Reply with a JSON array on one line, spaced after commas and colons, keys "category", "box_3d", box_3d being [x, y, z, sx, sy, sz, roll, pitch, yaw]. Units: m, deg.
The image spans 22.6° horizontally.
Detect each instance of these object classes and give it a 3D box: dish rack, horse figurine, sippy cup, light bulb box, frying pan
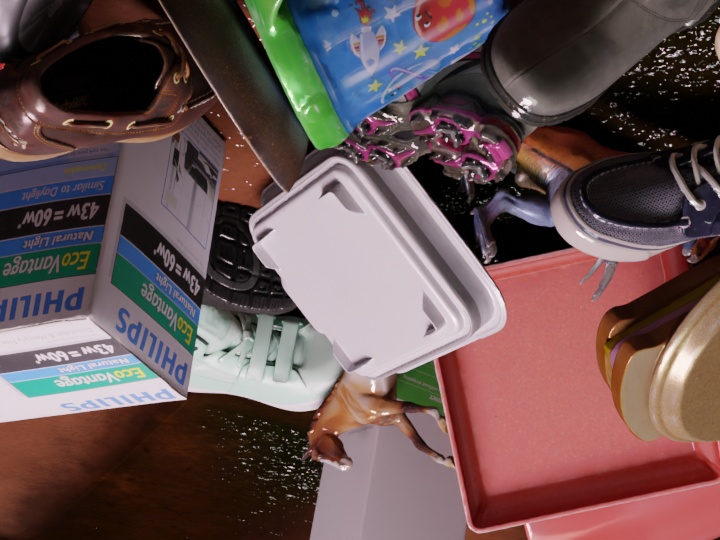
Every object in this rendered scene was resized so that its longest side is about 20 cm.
[{"category": "dish rack", "box_3d": [0.000, 0.000, 1.251, 0.172, 0.043, 0.200, 52, 151, -4]}, {"category": "horse figurine", "box_3d": [0.021, 0.070, 1.403, 0.132, 0.202, 0.050, 15, -158, 34]}, {"category": "sippy cup", "box_3d": [0.008, -0.153, 0.987, 0.129, 0.178, 0.140, -23, 114, 3]}, {"category": "light bulb box", "box_3d": [-0.212, -0.017, 1.215, 0.197, 0.201, 0.125, -9, 148, 25]}, {"category": "frying pan", "box_3d": [-0.190, -0.142, 1.066, 0.031, 0.115, 0.191, 35, 142, 13]}]

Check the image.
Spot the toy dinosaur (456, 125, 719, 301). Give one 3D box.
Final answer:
[{"category": "toy dinosaur", "box_3d": [0.160, -0.053, 1.197, 0.180, 0.105, 0.201, -11, 140, -10]}]

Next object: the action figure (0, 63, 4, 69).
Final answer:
[{"category": "action figure", "box_3d": [-0.234, -0.161, 1.071, 0.065, 0.100, 0.200, 15, 153, -13]}]

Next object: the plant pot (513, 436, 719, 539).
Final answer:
[{"category": "plant pot", "box_3d": [0.219, 0.148, 1.454, 0.176, 0.202, 0.201, -13, 148, 11]}]

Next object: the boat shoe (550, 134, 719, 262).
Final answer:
[{"category": "boat shoe", "box_3d": [0.221, -0.063, 1.144, 0.199, 0.075, 0.093, -9, 154, -29]}]

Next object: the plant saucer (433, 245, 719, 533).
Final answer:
[{"category": "plant saucer", "box_3d": [0.157, 0.078, 1.336, 0.198, 0.201, 0.037, -12, -167, 1]}]

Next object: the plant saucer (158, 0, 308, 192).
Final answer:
[{"category": "plant saucer", "box_3d": [-0.081, -0.137, 1.009, 0.032, 0.201, 0.200, -30, 145, 2]}]

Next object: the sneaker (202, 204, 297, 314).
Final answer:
[{"category": "sneaker", "box_3d": [-0.137, -0.010, 1.362, 0.198, 0.076, 0.091, 17, 160, -5]}]

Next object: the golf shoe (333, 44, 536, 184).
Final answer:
[{"category": "golf shoe", "box_3d": [0.036, -0.111, 1.120, 0.199, 0.092, 0.073, 14, 152, 41]}]

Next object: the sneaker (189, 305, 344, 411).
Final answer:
[{"category": "sneaker", "box_3d": [-0.090, 0.060, 1.455, 0.199, 0.074, 0.118, -1, 156, 18]}]

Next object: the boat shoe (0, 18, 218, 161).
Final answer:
[{"category": "boat shoe", "box_3d": [-0.138, -0.113, 1.074, 0.070, 0.071, 0.200, -28, -179, 42]}]

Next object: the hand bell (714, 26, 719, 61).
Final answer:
[{"category": "hand bell", "box_3d": [0.258, -0.052, 1.050, 0.103, 0.201, 0.104, 5, 152, 3]}]

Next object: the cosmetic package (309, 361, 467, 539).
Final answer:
[{"category": "cosmetic package", "box_3d": [0.031, 0.168, 1.495, 0.107, 0.202, 0.085, 21, 154, -28]}]

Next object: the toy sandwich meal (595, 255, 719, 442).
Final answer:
[{"category": "toy sandwich meal", "box_3d": [0.257, 0.040, 1.254, 0.204, 0.070, 0.206, -24, 140, -22]}]

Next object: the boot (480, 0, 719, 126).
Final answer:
[{"category": "boot", "box_3d": [0.155, -0.160, 0.935, 0.068, 0.199, 0.131, 52, 147, 6]}]
